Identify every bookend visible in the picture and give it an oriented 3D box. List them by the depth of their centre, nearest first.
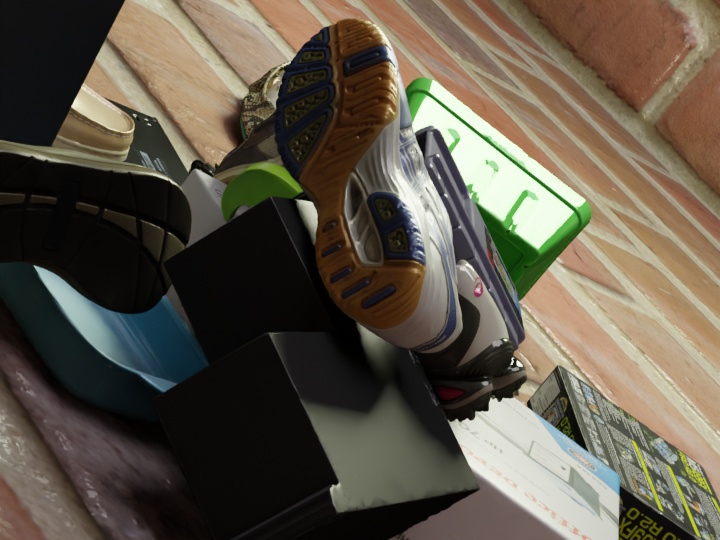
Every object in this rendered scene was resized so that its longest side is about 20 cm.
[{"bbox_3d":[-0.049,0.054,1.135,0.199,0.092,0.200,64,20,11],"label":"bookend"}]

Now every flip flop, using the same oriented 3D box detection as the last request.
[{"bbox_3d":[-0.166,-0.030,1.143,0.057,0.081,0.200,27,9,41],"label":"flip flop"}]

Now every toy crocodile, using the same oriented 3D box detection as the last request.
[{"bbox_3d":[0.000,0.000,1.349,0.200,0.062,0.068,40,11,-15],"label":"toy crocodile"}]

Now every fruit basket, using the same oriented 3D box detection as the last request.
[{"bbox_3d":[0.093,-0.067,1.928,0.215,0.156,0.216,27,34,-20],"label":"fruit basket"}]

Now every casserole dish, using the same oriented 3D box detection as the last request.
[{"bbox_3d":[-0.154,0.021,1.212,0.121,0.039,0.200,23,21,-48],"label":"casserole dish"}]

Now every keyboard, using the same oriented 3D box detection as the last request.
[{"bbox_3d":[-0.136,-0.062,1.557,0.127,0.021,0.200,21,22,-33],"label":"keyboard"}]

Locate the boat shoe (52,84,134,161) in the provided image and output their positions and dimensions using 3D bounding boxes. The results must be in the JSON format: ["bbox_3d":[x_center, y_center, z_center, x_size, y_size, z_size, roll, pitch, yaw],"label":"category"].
[{"bbox_3d":[-0.230,-0.142,1.462,0.200,0.069,0.074,29,18,-28],"label":"boat shoe"}]

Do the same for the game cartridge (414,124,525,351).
[{"bbox_3d":[0.063,-0.020,1.354,0.130,0.038,0.200,60,7,-8],"label":"game cartridge"}]

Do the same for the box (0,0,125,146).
[{"bbox_3d":[-0.245,-0.189,1.277,0.123,0.200,0.198,4,34,-46],"label":"box"}]

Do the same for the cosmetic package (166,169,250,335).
[{"bbox_3d":[-0.041,0.020,1.432,0.200,0.071,0.102,26,18,-38],"label":"cosmetic package"}]

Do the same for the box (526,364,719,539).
[{"bbox_3d":[0.214,0.168,1.665,0.160,0.044,0.200,35,15,-15],"label":"box"}]

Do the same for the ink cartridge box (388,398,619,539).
[{"bbox_3d":[0.079,0.144,1.316,0.146,0.086,0.200,36,12,-2],"label":"ink cartridge box"}]

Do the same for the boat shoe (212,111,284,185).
[{"bbox_3d":[-0.036,-0.080,1.416,0.072,0.065,0.200,21,-19,-23],"label":"boat shoe"}]

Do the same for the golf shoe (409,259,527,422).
[{"bbox_3d":[0.009,0.041,1.273,0.077,0.200,0.088,-27,105,-48],"label":"golf shoe"}]

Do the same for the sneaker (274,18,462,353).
[{"bbox_3d":[0.007,-0.043,1.183,0.088,0.075,0.201,42,34,-53],"label":"sneaker"}]

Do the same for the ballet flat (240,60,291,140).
[{"bbox_3d":[-0.066,-0.148,1.885,0.068,0.075,0.200,36,14,-13],"label":"ballet flat"}]
